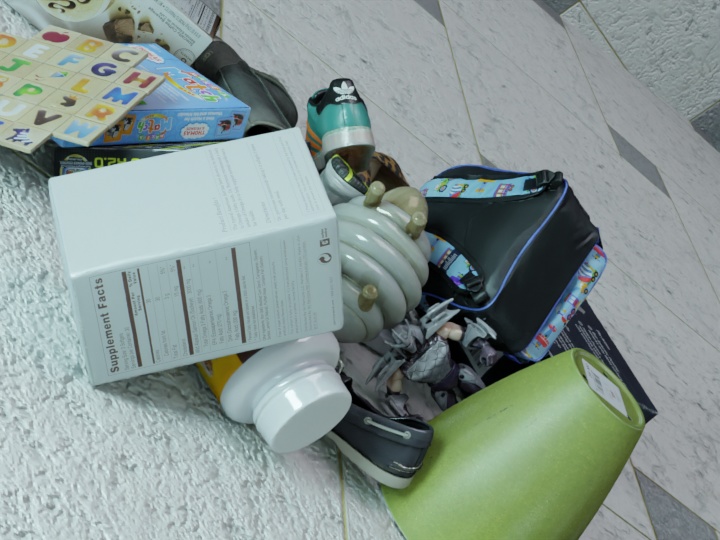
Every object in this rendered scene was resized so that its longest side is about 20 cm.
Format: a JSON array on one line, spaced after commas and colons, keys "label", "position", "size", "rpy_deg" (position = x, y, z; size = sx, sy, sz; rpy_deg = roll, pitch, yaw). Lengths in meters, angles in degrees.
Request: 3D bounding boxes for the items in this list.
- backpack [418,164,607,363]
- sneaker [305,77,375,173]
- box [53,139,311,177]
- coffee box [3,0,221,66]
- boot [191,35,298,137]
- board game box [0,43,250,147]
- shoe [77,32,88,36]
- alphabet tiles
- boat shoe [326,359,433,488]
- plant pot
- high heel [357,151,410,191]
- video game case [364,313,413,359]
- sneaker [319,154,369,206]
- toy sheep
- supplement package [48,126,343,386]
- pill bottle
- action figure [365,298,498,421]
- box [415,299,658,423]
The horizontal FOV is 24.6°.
[{"label": "backpack", "position": [0.123, -0.015, 1.686], "size": [0.199, 0.183, 0.135], "rpy_deg": [15, -26, 49]}, {"label": "sneaker", "position": [-0.024, -0.148, 1.743], "size": [0.200, 0.071, 0.081], "rpy_deg": [144, -60, -76]}, {"label": "box", "position": [-0.153, -0.091, 1.458], "size": [0.159, 0.045, 0.200], "rpy_deg": [4, 8, 20]}, {"label": "coffee box", "position": [-0.250, -0.265, 1.645], "size": [0.200, 0.113, 0.080], "rpy_deg": [40, 20, -16]}, {"label": "boot", "position": [-0.095, -0.151, 1.730], "size": [0.181, 0.073, 0.200], "rpy_deg": [33, 9, -43]}, {"label": "board game box", "position": [-0.220, -0.159, 1.467], "size": [0.199, 0.037, 0.151], "rpy_deg": [-8, 34, -44]}, {"label": "shoe", "position": [-0.233, -0.163, 1.586], "size": [0.199, 0.053, 0.070], "rpy_deg": [27, 55, -32]}, {"label": "alphabet tiles", "position": [-0.265, -0.154, 1.373], "size": [0.165, 0.006, 0.200], "rpy_deg": [16, 34, 15]}, {"label": "boat shoe", "position": [-0.021, 0.103, 1.432], "size": [0.200, 0.063, 0.073], "rpy_deg": [39, 22, 11]}, {"label": "plant pot", "position": [0.150, 0.169, 1.468], "size": [0.187, 0.200, 0.187], "rpy_deg": [38, 21, -18]}, {"label": "high heel", "position": [0.021, -0.096, 1.907], "size": [0.142, 0.072, 0.200], "rpy_deg": [29, 16, -24]}, {"label": "video game case", "position": [-0.026, 0.002, 1.705], "size": [0.199, 0.023, 0.182], "rpy_deg": [32, 24, -31]}, {"label": "sneaker", "position": [-0.019, -0.061, 1.715], "size": [0.075, 0.076, 0.200], "rpy_deg": [49, 2, 20]}, {"label": "toy sheep", "position": [0.000, 0.000, 1.560], "size": [0.137, 0.200, 0.138], "rpy_deg": [33, -23, 16]}, {"label": "supplement package", "position": [-0.123, -0.012, 1.248], "size": [0.117, 0.198, 0.118], "rpy_deg": [-112, -166, -46]}, {"label": "pill bottle", "position": [-0.090, 0.048, 1.360], "size": [0.109, 0.109, 0.200], "rpy_deg": [11, 39, -57]}, {"label": "action figure", "position": [0.088, 0.109, 1.587], "size": [0.200, 0.130, 0.070], "rpy_deg": [44, 15, -36]}, {"label": "box", "position": [0.191, 0.097, 1.811], "size": [0.199, 0.117, 0.197], "rpy_deg": [23, 29, -44]}]
